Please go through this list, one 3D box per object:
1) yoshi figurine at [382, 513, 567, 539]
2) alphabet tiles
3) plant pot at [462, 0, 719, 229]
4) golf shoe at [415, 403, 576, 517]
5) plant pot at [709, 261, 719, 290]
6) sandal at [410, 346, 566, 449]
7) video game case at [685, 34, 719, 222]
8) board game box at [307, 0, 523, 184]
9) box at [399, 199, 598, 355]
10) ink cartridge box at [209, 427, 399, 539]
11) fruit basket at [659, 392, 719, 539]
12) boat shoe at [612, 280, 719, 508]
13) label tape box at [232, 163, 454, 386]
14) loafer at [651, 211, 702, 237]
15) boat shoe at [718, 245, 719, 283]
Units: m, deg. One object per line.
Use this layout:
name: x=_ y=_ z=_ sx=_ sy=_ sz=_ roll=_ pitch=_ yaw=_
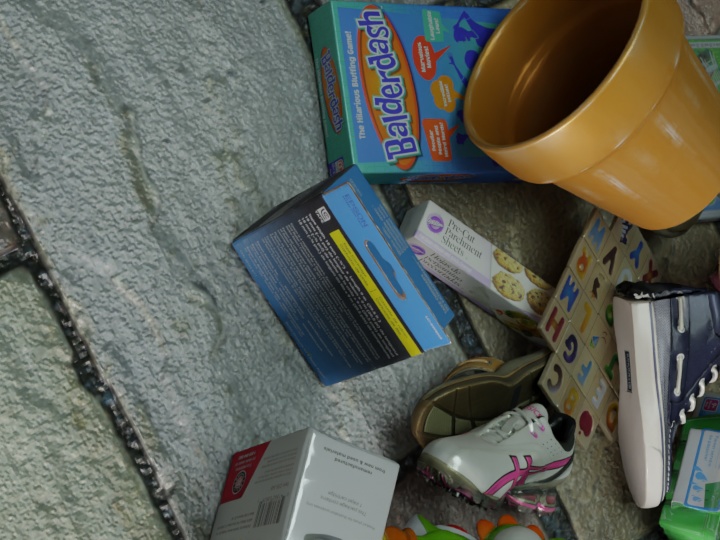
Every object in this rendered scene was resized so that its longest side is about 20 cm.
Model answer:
yoshi figurine: x=0.095 y=0.249 z=1.318 sx=0.198 sy=0.112 sz=0.113 roll=2 pitch=90 yaw=-32
alphabet tiles: x=0.215 y=0.049 z=1.519 sx=0.167 sy=0.006 sz=0.201 roll=54 pitch=53 yaw=-39
plant pot: x=0.219 y=-0.135 z=1.453 sx=0.183 sy=0.199 sz=0.202 roll=36 pitch=62 yaw=-29
golf shoe: x=0.111 y=0.145 z=1.394 sx=0.199 sy=0.072 sz=0.093 roll=15 pitch=99 yaw=-58
plant pot: x=0.432 y=0.022 z=1.601 sx=0.179 sy=0.200 sz=0.200 roll=43 pitch=59 yaw=4
sandal: x=0.103 y=0.101 z=1.449 sx=0.054 sy=0.081 sz=0.199 roll=35 pitch=33 yaw=29
video game case: x=0.322 y=-0.138 z=1.662 sx=0.198 sy=0.022 sz=0.184 roll=-5 pitch=81 yaw=-32
board game box: x=0.058 y=-0.153 z=1.495 sx=0.198 sy=0.045 sz=0.154 roll=-3 pitch=80 yaw=-31
box: x=0.119 y=0.012 z=1.495 sx=0.199 sy=0.039 sz=0.042 roll=35 pitch=62 yaw=-19
ink cartridge box: x=-0.058 y=0.231 z=1.273 sx=0.085 sy=0.147 sz=0.202 roll=22 pitch=69 yaw=-23
fruit basket: x=0.368 y=0.195 z=1.504 sx=0.094 sy=0.198 sz=0.187 roll=45 pitch=57 yaw=-45
boat shoe: x=0.279 y=0.106 z=1.512 sx=0.092 sy=0.075 sz=0.202 roll=-5 pitch=99 yaw=-11
label tape box: x=0.000 y=0.000 z=1.331 sx=0.063 sy=0.200 sz=0.145 roll=-38 pitch=98 yaw=-32
loafer: x=0.286 y=-0.134 z=1.587 sx=0.075 sy=0.068 sz=0.202 roll=-9 pitch=83 yaw=-31
boat shoe: x=0.354 y=0.031 z=1.503 sx=0.073 sy=0.062 sz=0.202 roll=12 pitch=73 yaw=-61
